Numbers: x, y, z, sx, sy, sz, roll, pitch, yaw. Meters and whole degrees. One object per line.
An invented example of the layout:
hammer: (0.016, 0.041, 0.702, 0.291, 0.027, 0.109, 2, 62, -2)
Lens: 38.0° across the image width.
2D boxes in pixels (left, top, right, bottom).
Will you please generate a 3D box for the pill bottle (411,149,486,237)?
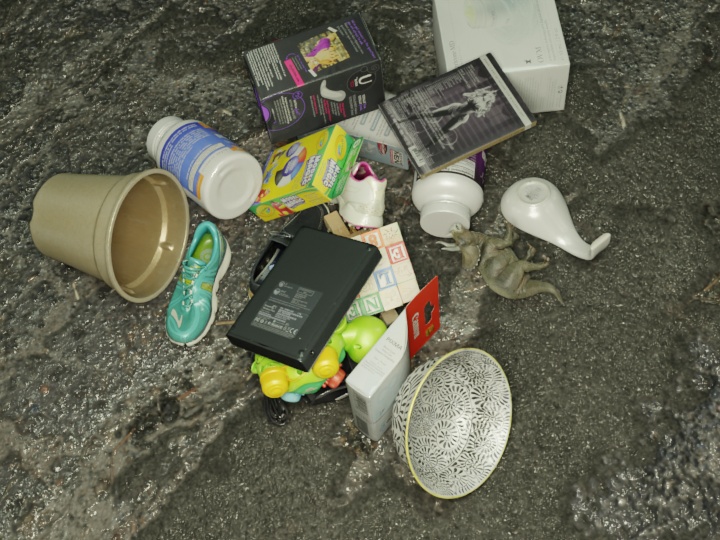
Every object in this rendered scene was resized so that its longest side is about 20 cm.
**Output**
pill bottle: (0.139, -0.157, 1.628, 0.111, 0.113, 0.202, 4, 62, 7)

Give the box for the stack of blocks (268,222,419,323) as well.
stack of blocks: (-0.021, 0.018, 1.529, 0.198, 0.059, 0.116, -18, 87, 0)

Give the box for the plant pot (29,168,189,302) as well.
plant pot: (-0.392, -0.069, 1.593, 0.182, 0.201, 0.202, 12, 62, 23)

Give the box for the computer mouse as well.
computer mouse: (-0.061, 0.134, 1.527, 0.198, 0.046, 0.141, -26, 62, 1)

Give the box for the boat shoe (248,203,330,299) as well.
boat shoe: (-0.108, -0.033, 1.610, 0.074, 0.062, 0.201, 25, 65, 19)

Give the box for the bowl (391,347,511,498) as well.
bowl: (0.106, 0.198, 1.422, 0.094, 0.201, 0.201, 10, 55, 50)

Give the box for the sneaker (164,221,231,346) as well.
sneaker: (-0.253, 0.017, 1.584, 0.077, 0.080, 0.202, 7, 63, 8)

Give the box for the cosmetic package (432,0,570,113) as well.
cosmetic package: (0.227, -0.368, 1.732, 0.197, 0.123, 0.201, -8, 61, 2)

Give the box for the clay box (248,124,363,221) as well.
clay box: (-0.085, -0.151, 1.613, 0.199, 0.047, 0.116, -15, 48, 49)

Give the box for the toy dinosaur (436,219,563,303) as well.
toy dinosaur: (0.219, -0.006, 1.572, 0.200, 0.077, 0.102, 45, 91, 10)

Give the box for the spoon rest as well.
spoon rest: (0.299, -0.077, 1.611, 0.099, 0.061, 0.200, -35, 51, -15)

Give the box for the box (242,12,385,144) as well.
box: (-0.071, -0.302, 1.650, 0.198, 0.123, 0.107, -19, 62, -5)

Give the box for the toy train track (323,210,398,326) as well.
toy train track: (0.000, 0.000, 1.599, 0.114, 0.033, 0.201, -25, 70, -16)

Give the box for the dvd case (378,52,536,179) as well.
dvd case: (0.146, -0.238, 1.596, 0.198, 0.016, 0.150, -26, 63, -6)

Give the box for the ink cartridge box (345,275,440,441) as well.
ink cartridge box: (0.063, 0.125, 1.452, 0.047, 0.161, 0.200, 34, 69, 23)

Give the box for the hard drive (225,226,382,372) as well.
hard drive: (-0.076, 0.033, 1.428, 0.138, 0.033, 0.201, 15, 60, 34)

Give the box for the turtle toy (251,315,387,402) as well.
turtle toy: (-0.058, 0.110, 1.450, 0.198, 0.101, 0.147, -20, 46, 8)

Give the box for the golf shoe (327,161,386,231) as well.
golf shoe: (-0.014, -0.135, 1.612, 0.075, 0.092, 0.200, 2, 25, -33)

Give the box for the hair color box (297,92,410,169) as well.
hair color box: (0.001, -0.245, 1.717, 0.198, 0.061, 0.100, 17, 64, 14)

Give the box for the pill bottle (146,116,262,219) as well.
pill bottle: (-0.253, -0.171, 1.656, 0.112, 0.113, 0.199, -40, 50, -17)
